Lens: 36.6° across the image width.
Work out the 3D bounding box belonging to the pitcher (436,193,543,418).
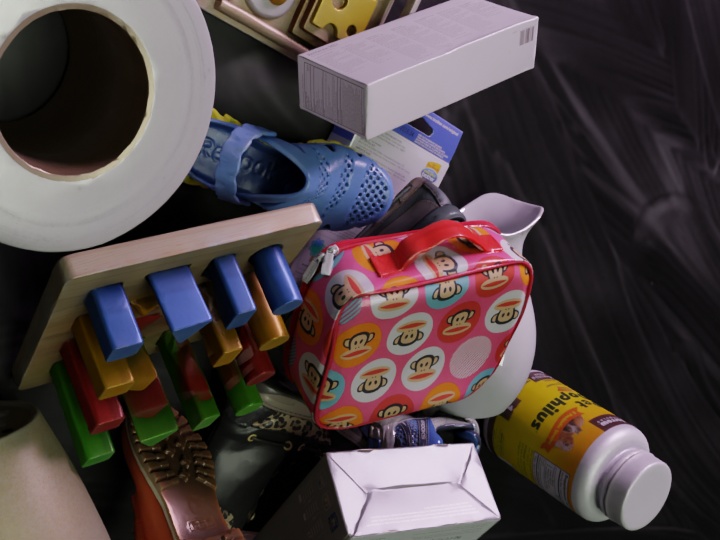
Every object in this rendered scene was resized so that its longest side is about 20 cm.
[{"bbox_3d":[0.095,0.039,1.043,0.170,0.121,0.203,-10,112,-37],"label":"pitcher"}]

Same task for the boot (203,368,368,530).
[{"bbox_3d":[-0.082,0.177,0.998,0.151,0.073,0.200,-53,142,1],"label":"boot"}]

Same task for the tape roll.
[{"bbox_3d":[-0.212,-0.129,0.706,0.201,0.139,0.205,-18,121,-33],"label":"tape roll"}]

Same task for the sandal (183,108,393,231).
[{"bbox_3d":[-0.058,-0.072,0.867,0.198,0.087,0.080,10,100,-28],"label":"sandal"}]

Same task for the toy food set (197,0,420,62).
[{"bbox_3d":[-0.030,-0.237,0.855,0.199,0.060,0.145,22,96,-43],"label":"toy food set"}]

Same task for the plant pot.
[{"bbox_3d":[-0.269,0.207,0.807,0.186,0.187,0.203,-17,107,-32],"label":"plant pot"}]

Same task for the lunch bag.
[{"bbox_3d":[0.042,0.034,0.889,0.198,0.082,0.178,-9,133,-30],"label":"lunch bag"}]

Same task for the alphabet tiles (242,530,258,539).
[{"bbox_3d":[-0.066,0.321,1.089,0.194,0.015,0.202,17,107,-35],"label":"alphabet tiles"}]

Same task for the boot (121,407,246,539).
[{"bbox_3d":[-0.164,0.206,0.892,0.075,0.201,0.107,9,136,-48],"label":"boot"}]

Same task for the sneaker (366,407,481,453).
[{"bbox_3d":[0.084,0.175,1.072,0.199,0.084,0.078,3,91,-61],"label":"sneaker"}]

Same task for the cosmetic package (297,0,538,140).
[{"bbox_3d":[0.050,-0.169,0.884,0.199,0.082,0.051,-27,133,-34],"label":"cosmetic package"}]

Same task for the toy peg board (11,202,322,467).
[{"bbox_3d":[-0.134,0.056,0.809,0.198,0.099,0.199,-15,162,-33],"label":"toy peg board"}]

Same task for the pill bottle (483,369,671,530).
[{"bbox_3d":[0.232,0.194,1.170,0.108,0.199,0.111,-17,120,-32],"label":"pill bottle"}]

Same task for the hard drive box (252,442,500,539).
[{"bbox_3d":[0.004,0.238,0.969,0.154,0.077,0.200,2,142,-32],"label":"hard drive box"}]

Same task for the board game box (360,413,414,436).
[{"bbox_3d":[0.043,0.241,1.147,0.157,0.039,0.202,-26,125,-27],"label":"board game box"}]

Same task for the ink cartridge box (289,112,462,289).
[{"bbox_3d":[0.004,-0.060,0.978,0.119,0.042,0.202,23,97,-42],"label":"ink cartridge box"}]

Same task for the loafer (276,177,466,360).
[{"bbox_3d":[0.000,0.000,0.945,0.199,0.063,0.072,-38,152,3],"label":"loafer"}]
